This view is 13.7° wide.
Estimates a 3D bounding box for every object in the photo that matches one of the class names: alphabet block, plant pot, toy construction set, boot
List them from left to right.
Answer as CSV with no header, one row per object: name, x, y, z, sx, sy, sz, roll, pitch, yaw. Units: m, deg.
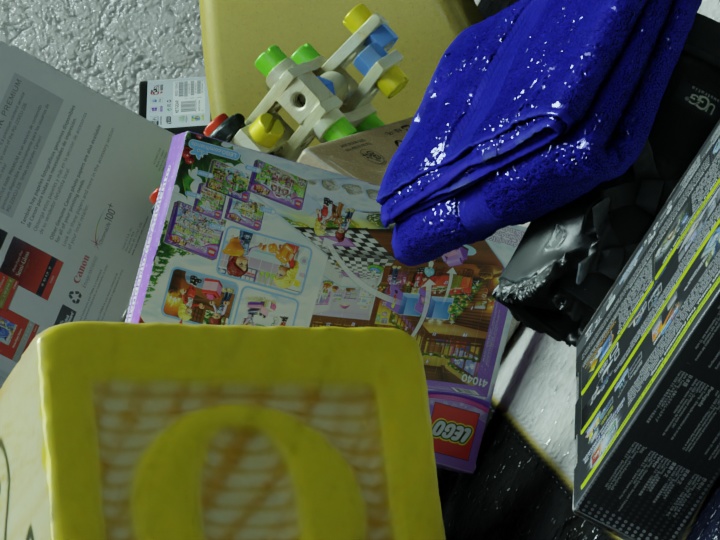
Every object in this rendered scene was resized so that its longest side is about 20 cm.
alphabet block,-0.081,0.147,1.456,0.200,0.196,0.195,131,135,-60
toy construction set,-0.052,-0.063,1.805,0.131,0.092,0.200,-33,-27,-55
plant pot,-0.014,-0.159,2.013,0.200,0.176,0.200,-17,16,5
boot,0.119,-0.044,1.475,0.162,0.073,0.198,-62,12,-5

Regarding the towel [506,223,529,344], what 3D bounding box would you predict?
towel,0.091,-0.018,1.700,0.200,0.034,0.133,-58,8,28

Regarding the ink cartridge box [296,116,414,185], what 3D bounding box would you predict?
ink cartridge box,0.000,0.000,1.775,0.165,0.075,0.200,-63,-17,21

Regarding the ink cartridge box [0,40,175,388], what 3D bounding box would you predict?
ink cartridge box,-0.222,-0.025,1.799,0.084,0.176,0.200,-33,31,57

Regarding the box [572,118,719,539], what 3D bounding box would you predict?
box,0.154,-0.004,1.214,0.200,0.044,0.160,-59,9,22

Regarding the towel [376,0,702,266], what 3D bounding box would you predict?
towel,0.083,-0.089,1.446,0.200,0.050,0.148,-24,40,59

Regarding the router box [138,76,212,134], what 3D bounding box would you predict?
router box,-0.115,-0.010,1.980,0.200,0.052,0.157,-94,-1,-54

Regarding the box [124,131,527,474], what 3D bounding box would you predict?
box,-0.020,0.018,1.590,0.039,0.200,0.137,173,112,-75
